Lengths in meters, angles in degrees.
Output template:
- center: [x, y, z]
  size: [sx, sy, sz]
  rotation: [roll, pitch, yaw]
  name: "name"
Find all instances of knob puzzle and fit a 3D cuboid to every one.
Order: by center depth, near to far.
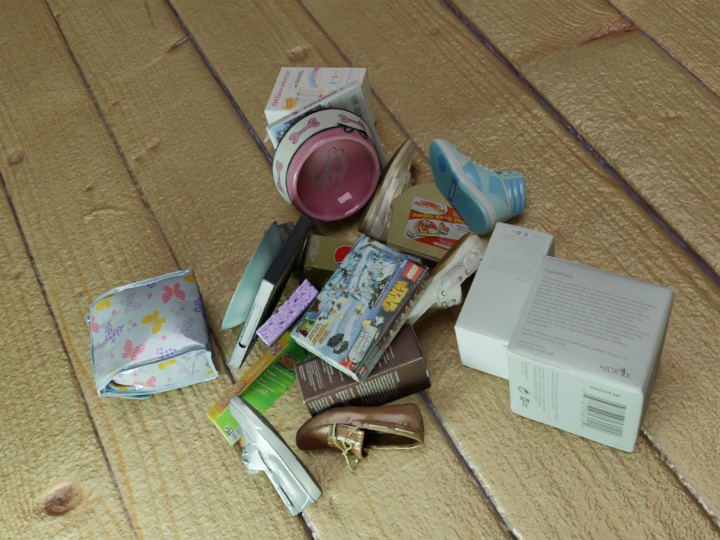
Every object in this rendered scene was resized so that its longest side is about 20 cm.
- center: [0.142, -0.081, 1.547]
  size: [0.215, 0.031, 0.222]
  rotation: [8, 46, -8]
  name: "knob puzzle"

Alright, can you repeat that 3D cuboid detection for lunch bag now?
- center: [-0.353, 0.112, 1.504]
  size: [0.196, 0.128, 0.172]
  rotation: [-14, 57, -8]
  name: "lunch bag"

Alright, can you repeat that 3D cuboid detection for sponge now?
- center: [-0.116, 0.072, 1.430]
  size: [0.030, 0.200, 0.112]
  rotation: [42, 82, 1]
  name: "sponge"

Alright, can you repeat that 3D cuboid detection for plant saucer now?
- center: [-0.171, 0.015, 1.496]
  size: [0.038, 0.201, 0.203]
  rotation: [27, 64, -2]
  name: "plant saucer"

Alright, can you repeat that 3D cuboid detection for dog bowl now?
- center: [-0.052, -0.175, 1.563]
  size: [0.198, 0.202, 0.074]
  rotation: [-27, 40, -6]
  name: "dog bowl"

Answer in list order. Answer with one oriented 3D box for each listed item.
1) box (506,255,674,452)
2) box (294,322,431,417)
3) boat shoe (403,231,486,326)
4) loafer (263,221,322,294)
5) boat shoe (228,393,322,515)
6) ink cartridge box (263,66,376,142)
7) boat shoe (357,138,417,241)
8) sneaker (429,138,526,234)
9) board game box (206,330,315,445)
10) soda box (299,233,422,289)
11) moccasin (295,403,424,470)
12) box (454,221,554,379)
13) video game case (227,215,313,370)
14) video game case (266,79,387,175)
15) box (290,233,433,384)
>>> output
- center: [0.328, 0.120, 1.293]
  size: [0.197, 0.200, 0.173]
  rotation: [17, 62, 22]
  name: "box"
- center: [0.005, 0.165, 1.400]
  size: [0.196, 0.101, 0.076]
  rotation: [-18, 55, 0]
  name: "box"
- center: [0.135, 0.030, 1.425]
  size: [0.069, 0.071, 0.200]
  rotation: [44, 81, -6]
  name: "boat shoe"
- center: [-0.095, -0.021, 1.564]
  size: [0.062, 0.072, 0.200]
  rotation: [-34, 54, -17]
  name: "loafer"
- center: [-0.142, 0.280, 1.344]
  size: [0.071, 0.070, 0.202]
  rotation: [-40, 88, -6]
  name: "boat shoe"
- center: [-0.085, -0.295, 1.694]
  size: [0.196, 0.126, 0.130]
  rotation: [4, 52, 15]
  name: "ink cartridge box"
- center: [0.062, -0.141, 1.606]
  size: [0.068, 0.074, 0.202]
  rotation: [29, 72, -8]
  name: "boat shoe"
- center: [0.212, -0.160, 1.561]
  size: [0.129, 0.080, 0.202]
  rotation: [-20, 65, -22]
  name: "sneaker"
- center: [-0.154, 0.181, 1.428]
  size: [0.200, 0.096, 0.030]
  rotation: [-43, 59, -16]
  name: "board game box"
- center: [0.000, 0.000, 1.484]
  size: [0.196, 0.068, 0.065]
  rotation: [11, 57, -8]
  name: "soda box"
- center: [-0.001, 0.255, 1.366]
  size: [0.197, 0.074, 0.079]
  rotation: [-2, 48, 0]
  name: "moccasin"
- center: [0.231, 0.048, 1.408]
  size: [0.096, 0.125, 0.202]
  rotation: [15, 62, 22]
  name: "box"
- center: [-0.143, 0.033, 1.426]
  size: [0.025, 0.182, 0.201]
  rotation: [26, 34, -1]
  name: "video game case"
- center: [-0.054, -0.214, 1.598]
  size: [0.180, 0.202, 0.023]
  rotation: [-28, 41, -7]
  name: "video game case"
- center: [0.003, 0.056, 1.376]
  size: [0.136, 0.040, 0.201]
  rotation: [27, 73, 31]
  name: "box"
